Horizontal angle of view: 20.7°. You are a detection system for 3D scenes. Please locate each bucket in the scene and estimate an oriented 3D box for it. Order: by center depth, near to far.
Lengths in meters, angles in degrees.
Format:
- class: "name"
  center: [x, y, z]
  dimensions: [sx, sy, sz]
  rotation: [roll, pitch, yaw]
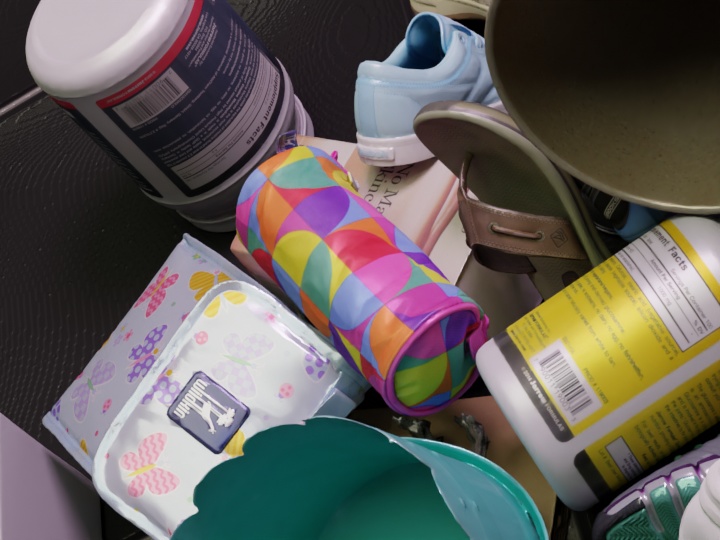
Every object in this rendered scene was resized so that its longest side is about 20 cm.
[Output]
- class: "bucket"
  center: [0.007, 0.185, 1.094]
  dimensions: [0.205, 0.134, 0.210]
  rotation: [-6, 79, 29]

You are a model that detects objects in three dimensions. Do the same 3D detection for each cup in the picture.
- class: "cup"
  center: [0.182, -0.152, 1.080]
  dimensions: [0.199, 0.201, 0.144]
  rotation: [-5, 42, 32]

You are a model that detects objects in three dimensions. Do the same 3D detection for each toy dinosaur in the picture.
- class: "toy dinosaur"
  center: [0.044, 0.132, 1.187]
  dimensions: [0.198, 0.047, 0.089]
  rotation: [0, 74, 34]

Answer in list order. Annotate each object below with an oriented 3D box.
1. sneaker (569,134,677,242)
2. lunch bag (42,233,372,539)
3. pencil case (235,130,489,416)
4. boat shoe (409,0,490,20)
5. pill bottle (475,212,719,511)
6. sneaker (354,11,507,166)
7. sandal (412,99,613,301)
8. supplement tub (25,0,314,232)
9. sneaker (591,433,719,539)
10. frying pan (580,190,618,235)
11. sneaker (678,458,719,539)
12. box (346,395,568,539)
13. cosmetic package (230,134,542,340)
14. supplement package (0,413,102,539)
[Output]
- class: "sneaker"
  center: [0.147, -0.086, 1.224]
  dimensions: [0.071, 0.083, 0.200]
  rotation: [-38, 22, 6]
- class: "lunch bag"
  center: [-0.096, 0.089, 1.273]
  dimensions: [0.170, 0.127, 0.200]
  rotation: [-51, 34, -2]
- class: "pencil case"
  center: [0.000, 0.000, 1.202]
  dimensions: [0.088, 0.088, 0.200]
  rotation: [-42, 51, 1]
- class: "boat shoe"
  center: [0.108, -0.213, 1.401]
  dimensions: [0.199, 0.063, 0.073]
  rotation: [8, 32, 40]
- class: "pill bottle"
  center: [0.174, 0.039, 1.128]
  dimensions: [0.199, 0.113, 0.113]
  rotation: [-34, 45, 4]
- class: "sneaker"
  center: [0.069, -0.138, 1.319]
  dimensions: [0.073, 0.083, 0.200]
  rotation: [11, 29, 34]
- class: "sandal"
  center: [0.101, -0.019, 1.185]
  dimensions: [0.057, 0.202, 0.080]
  rotation: [-42, 11, -31]
- class: "supplement tub"
  center: [-0.135, -0.133, 1.433]
  dimensions: [0.139, 0.200, 0.141]
  rotation: [-19, 49, 23]
- class: "sneaker"
  center: [0.223, 0.110, 1.106]
  dimensions: [0.198, 0.075, 0.088]
  rotation: [-23, 25, 16]
- class: "frying pan"
  center: [0.204, -0.057, 1.259]
  dimensions: [0.115, 0.031, 0.190]
  rotation: [-45, 41, 0]
- class: "sneaker"
  center: [0.244, 0.189, 1.021]
  dimensions: [0.200, 0.075, 0.089]
  rotation: [46, 131, 28]
- class: "box"
  center: [0.037, 0.157, 1.221]
  dimensions: [0.198, 0.021, 0.165]
  rotation: [-9, 54, 30]
- class: "cosmetic package"
  center: [0.024, -0.017, 1.314]
  dimensions: [0.199, 0.087, 0.104]
  rotation: [11, 64, 40]
- class: "supplement package"
  center: [-0.247, 0.221, 1.306]
  dimensions: [0.120, 0.120, 0.201]
  rotation: [-27, 46, 18]
